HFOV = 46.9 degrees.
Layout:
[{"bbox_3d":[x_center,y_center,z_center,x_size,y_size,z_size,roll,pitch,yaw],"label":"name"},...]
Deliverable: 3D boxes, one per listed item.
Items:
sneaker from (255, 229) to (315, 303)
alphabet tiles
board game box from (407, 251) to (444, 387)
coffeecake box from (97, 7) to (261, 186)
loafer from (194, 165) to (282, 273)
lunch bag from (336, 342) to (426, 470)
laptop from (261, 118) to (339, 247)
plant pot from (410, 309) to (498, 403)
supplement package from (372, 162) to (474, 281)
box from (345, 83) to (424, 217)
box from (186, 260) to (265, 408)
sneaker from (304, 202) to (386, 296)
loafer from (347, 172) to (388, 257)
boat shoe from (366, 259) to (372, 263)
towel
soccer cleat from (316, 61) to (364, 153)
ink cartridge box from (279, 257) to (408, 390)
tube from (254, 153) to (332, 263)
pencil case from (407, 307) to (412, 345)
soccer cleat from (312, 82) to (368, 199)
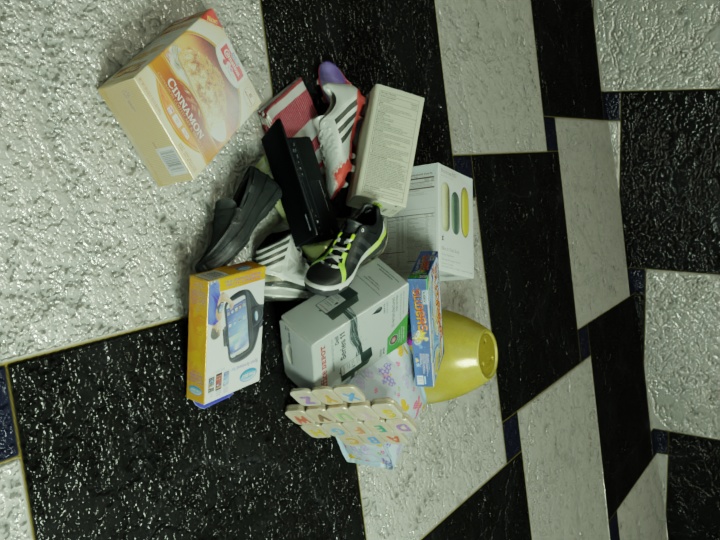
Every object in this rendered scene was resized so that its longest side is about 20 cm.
[{"bbox_3d":[-0.090,-0.006,1.330,0.200,0.075,0.117,6,82,-51],"label":"sneaker"},{"bbox_3d":[-0.017,0.234,1.307,0.196,0.198,0.015,51,40,-43],"label":"alphabet tiles"},{"bbox_3d":[0.116,0.083,1.455,0.136,0.034,0.202,-59,146,-64],"label":"board game box"},{"bbox_3d":[-0.239,-0.238,1.133,0.154,0.072,0.201,62,39,-31],"label":"coffeecake box"},{"bbox_3d":[-0.188,-0.072,1.208,0.070,0.068,0.201,43,53,-18],"label":"loafer"},{"bbox_3d":[0.021,0.213,1.443,0.170,0.126,0.201,-58,142,-41],"label":"lunch bag"},{"bbox_3d":[-0.076,-0.136,1.281,0.199,0.103,0.179,-16,89,-57],"label":"laptop"},{"bbox_3d":[0.200,0.174,1.711,0.199,0.141,0.202,11,77,-57],"label":"plant pot"},{"bbox_3d":[0.123,-0.086,1.612,0.151,0.149,0.202,12,76,-56],"label":"supplement package"},{"bbox_3d":[0.042,-0.204,1.419,0.094,0.078,0.202,14,77,-13],"label":"box"},{"bbox_3d":[-0.188,0.096,1.161,0.119,0.041,0.202,-18,116,-54],"label":"box"},{"bbox_3d":[-0.026,-0.042,1.294,0.200,0.071,0.083,-49,146,-42],"label":"sneaker"},{"bbox_3d":[0.021,-0.102,1.501,0.070,0.075,0.202,52,29,-51],"label":"loafer"},{"bbox_3d":[-0.002,0.001,1.488,0.200,0.073,0.064,9,48,-52],"label":"boat shoe"},{"bbox_3d":[-0.095,-0.208,1.406,0.144,0.023,0.201,-54,130,-47],"label":"towel"},{"bbox_3d":[-0.009,-0.288,1.487,0.067,0.076,0.201,-47,117,-49],"label":"soccer cleat"},{"bbox_3d":[-0.023,0.094,1.315,0.199,0.083,0.147,-31,142,-27],"label":"ink cartridge box"},{"bbox_3d":[-0.108,-0.102,1.350,0.201,0.052,0.058,60,1,-26],"label":"tube"},{"bbox_3d":[0.073,0.076,1.526,0.200,0.084,0.093,45,43,-70],"label":"pencil case"},{"bbox_3d":[-0.047,-0.223,1.415,0.084,0.069,0.202,14,84,-19],"label":"soccer cleat"}]
